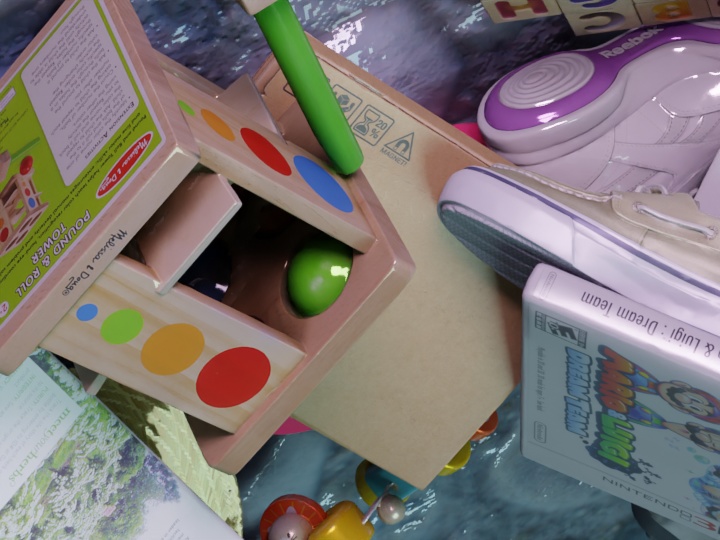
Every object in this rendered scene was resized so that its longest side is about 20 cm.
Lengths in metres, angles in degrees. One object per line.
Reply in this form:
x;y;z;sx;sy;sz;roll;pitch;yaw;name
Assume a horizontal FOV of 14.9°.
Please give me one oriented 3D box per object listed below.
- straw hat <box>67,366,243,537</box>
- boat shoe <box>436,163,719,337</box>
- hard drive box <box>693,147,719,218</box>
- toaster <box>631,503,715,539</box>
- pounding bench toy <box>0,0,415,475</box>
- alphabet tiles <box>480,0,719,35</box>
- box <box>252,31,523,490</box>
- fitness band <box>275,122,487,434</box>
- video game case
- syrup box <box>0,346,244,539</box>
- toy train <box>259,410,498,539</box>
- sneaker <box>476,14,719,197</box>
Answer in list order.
-0.161;0.135;1.318;0.200;0.085;0.203;-7;102;-35;straw hat
0.132;-0.004;1.232;0.062;0.199;0.072;-63;173;-17;boat shoe
0.231;-0.007;1.268;0.077;0.155;0.201;-43;161;-45;hard drive box
0.250;0.117;1.596;0.130;0.199;0.114;-58;177;25;toaster
-0.052;-0.041;1.145;0.156;0.125;0.200;27;113;-39;pounding bench toy
0.126;-0.141;1.205;0.165;0.006;0.200;-7;165;12;alphabet tiles
0.000;0.000;1.282;0.199;0.021;0.164;30;113;-25;box
0.007;0.004;1.360;0.199;0.037;0.144;-30;143;-9;fitness band
0.158;0.078;1.265;0.024;0.181;0.200;-62;166;-21;video game case
-0.142;0.090;1.217;0.079;0.081;0.200;-50;125;-12;syrup box
-0.018;0.119;1.452;0.200;0.056;0.150;-42;-175;-2;toy train
0.149;-0.075;1.330;0.199;0.075;0.100;-21;123;-14;sneaker
